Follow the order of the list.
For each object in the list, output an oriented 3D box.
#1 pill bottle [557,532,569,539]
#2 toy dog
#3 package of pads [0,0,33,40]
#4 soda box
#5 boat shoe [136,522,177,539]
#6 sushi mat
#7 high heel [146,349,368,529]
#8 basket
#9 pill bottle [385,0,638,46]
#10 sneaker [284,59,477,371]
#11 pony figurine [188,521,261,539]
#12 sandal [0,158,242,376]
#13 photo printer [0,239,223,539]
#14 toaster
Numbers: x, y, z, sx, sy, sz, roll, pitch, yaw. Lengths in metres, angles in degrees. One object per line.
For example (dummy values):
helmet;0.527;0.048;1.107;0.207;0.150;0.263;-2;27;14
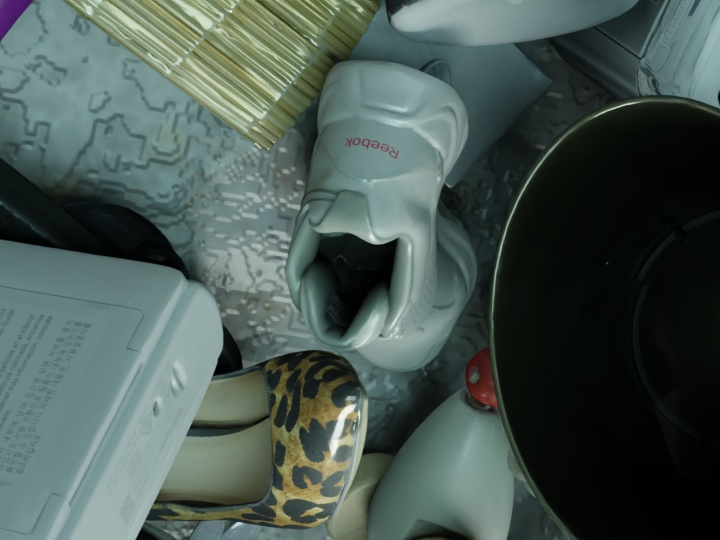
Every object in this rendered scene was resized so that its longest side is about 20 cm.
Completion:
pill bottle;0.178;0.069;1.138;0.120;0.120;0.200;27;102;-20
toy dog;0.070;0.086;1.120;0.096;0.132;0.200;17;136;-35
package of pads;-0.219;-0.160;0.987;0.200;0.076;0.121;32;101;-21
soda box;-0.012;-0.128;1.052;0.068;0.063;0.200;-45;113;6
boat shoe;-0.099;0.165;1.060;0.060;0.200;0.076;15;104;-35
sushi mat;-0.083;-0.139;0.983;0.200;0.012;0.096;36;93;-25
high heel;-0.082;0.074;1.047;0.143;0.200;0.071;4;74;-18
basket;0.145;0.025;0.979;0.136;0.200;0.180;-8;88;20
pill bottle;0.052;-0.199;0.993;0.106;0.106;0.200;-5;82;-11
sneaker;0.000;0.000;1.048;0.078;0.099;0.200;13;151;14
pony figurine;-0.035;0.233;1.124;0.167;0.193;0.200;19;127;-3
sandal;-0.119;-0.010;1.066;0.200;0.075;0.048;41;56;-31
photo printer;-0.177;0.060;1.001;0.200;0.166;0.069;8;143;22
toaster;0.187;-0.097;1.074;0.200;0.129;0.114;24;103;-20
